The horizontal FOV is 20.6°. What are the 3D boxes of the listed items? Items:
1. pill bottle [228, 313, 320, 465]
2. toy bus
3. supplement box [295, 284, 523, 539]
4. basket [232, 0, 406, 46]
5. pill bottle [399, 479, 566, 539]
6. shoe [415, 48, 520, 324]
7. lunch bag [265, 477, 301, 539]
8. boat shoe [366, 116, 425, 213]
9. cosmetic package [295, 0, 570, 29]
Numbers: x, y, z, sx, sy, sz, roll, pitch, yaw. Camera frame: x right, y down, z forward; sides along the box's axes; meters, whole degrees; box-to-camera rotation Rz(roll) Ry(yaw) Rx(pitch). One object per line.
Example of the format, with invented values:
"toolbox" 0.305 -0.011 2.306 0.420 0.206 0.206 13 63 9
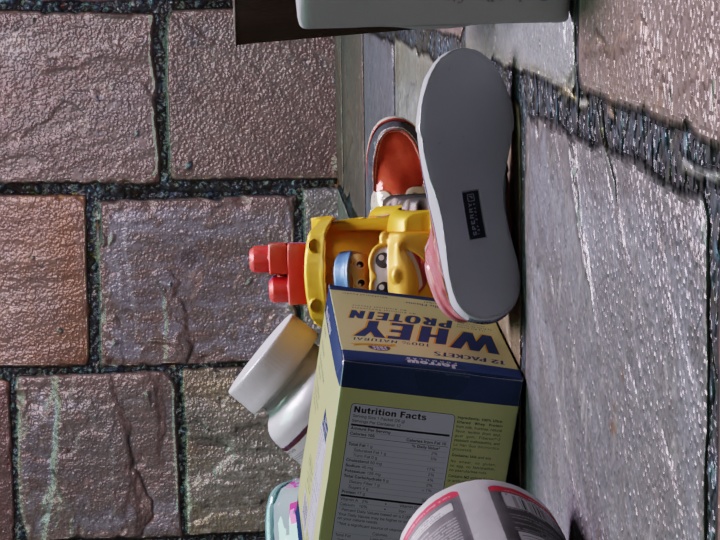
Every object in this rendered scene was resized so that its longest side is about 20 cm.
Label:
"pill bottle" -0.012 0.135 1.758 0.110 0.200 0.110 -51 4 5
"toy bus" 0.000 0.000 1.720 0.200 0.191 0.136 -159 69 -84
"supplement box" 0.031 0.139 1.527 0.200 0.134 0.200 -106 24 -74
"basket" -0.004 -0.252 1.594 0.180 0.199 0.136 -135 43 -85
"pill bottle" 0.083 0.206 1.168 0.200 0.110 0.111 -106 15 -76
"shoe" 0.074 -0.059 1.464 0.091 0.071 0.201 158 106 -80
"lunch bag" -0.005 0.275 1.906 0.077 0.200 0.161 -5 88 46
"boat shoe" 0.042 -0.047 1.910 0.063 0.071 0.201 -66 -28 -72
"cosmetic package" 0.040 -0.271 1.190 0.167 0.167 0.200 -98 8 -51
